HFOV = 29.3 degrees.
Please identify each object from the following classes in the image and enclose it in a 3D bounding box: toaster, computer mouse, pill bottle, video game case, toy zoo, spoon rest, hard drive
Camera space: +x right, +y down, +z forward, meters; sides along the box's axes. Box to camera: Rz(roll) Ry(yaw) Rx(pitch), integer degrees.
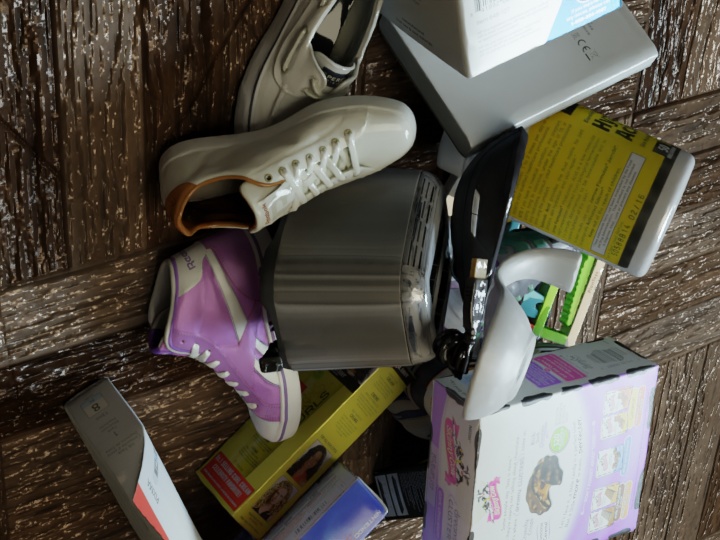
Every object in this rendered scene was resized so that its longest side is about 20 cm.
[{"bbox_3d":[0.000,0.000,1.068,0.127,0.201,0.115,-1,129,13],"label":"toaster"},{"bbox_3d":[0.083,-0.018,1.036,0.140,0.045,0.203,16,88,-84],"label":"computer mouse"},{"bbox_3d":[0.168,-0.084,1.154,0.112,0.198,0.112,-61,168,-22],"label":"pill bottle"},{"bbox_3d":[-0.074,0.251,1.200,0.200,0.181,0.045,-45,99,-7],"label":"video game case"},{"bbox_3d":[0.130,-0.020,1.250,0.198,0.020,0.133,18,95,-21],"label":"toy zoo"},{"bbox_3d":[0.117,0.042,1.091,0.200,0.060,0.100,-49,156,-50],"label":"spoon rest"},{"bbox_3d":[0.130,-0.187,1.121,0.198,0.133,0.026,-27,166,-23],"label":"hard drive"}]

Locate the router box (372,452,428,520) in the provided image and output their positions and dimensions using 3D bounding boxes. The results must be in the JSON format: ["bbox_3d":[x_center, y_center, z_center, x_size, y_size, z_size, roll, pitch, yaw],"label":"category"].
[{"bbox_3d":[0.135,0.187,1.345,0.198,0.157,0.053,-14,86,-32],"label":"router box"}]

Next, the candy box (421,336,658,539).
[{"bbox_3d":[0.154,0.163,1.195,0.198,0.071,0.170,-10,115,-31],"label":"candy box"}]

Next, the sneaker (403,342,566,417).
[{"bbox_3d":[0.139,0.115,1.257,0.197,0.079,0.079,-1,113,-25],"label":"sneaker"}]

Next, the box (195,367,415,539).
[{"bbox_3d":[-0.048,0.136,1.217,0.200,0.075,0.050,-45,134,-6],"label":"box"}]

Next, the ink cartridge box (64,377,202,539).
[{"bbox_3d":[-0.148,0.197,1.079,0.047,0.200,0.161,-33,134,-17],"label":"ink cartridge box"}]

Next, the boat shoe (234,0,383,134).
[{"bbox_3d":[-0.031,-0.158,1.043,0.071,0.066,0.202,15,107,-44],"label":"boat shoe"}]

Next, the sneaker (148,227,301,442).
[{"bbox_3d":[-0.116,0.065,1.122,0.113,0.073,0.203,-22,119,-22],"label":"sneaker"}]

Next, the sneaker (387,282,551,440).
[{"bbox_3d":[0.101,0.069,1.296,0.201,0.075,0.088,-53,136,0],"label":"sneaker"}]

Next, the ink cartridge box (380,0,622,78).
[{"bbox_3d":[0.089,-0.279,1.003,0.146,0.145,0.202,-25,131,-18],"label":"ink cartridge box"}]

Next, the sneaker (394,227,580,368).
[{"bbox_3d":[0.104,0.021,1.197,0.197,0.074,0.089,-14,104,-14],"label":"sneaker"}]

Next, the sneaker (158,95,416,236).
[{"bbox_3d":[-0.049,-0.067,1.021,0.197,0.085,0.073,-16,134,1],"label":"sneaker"}]
